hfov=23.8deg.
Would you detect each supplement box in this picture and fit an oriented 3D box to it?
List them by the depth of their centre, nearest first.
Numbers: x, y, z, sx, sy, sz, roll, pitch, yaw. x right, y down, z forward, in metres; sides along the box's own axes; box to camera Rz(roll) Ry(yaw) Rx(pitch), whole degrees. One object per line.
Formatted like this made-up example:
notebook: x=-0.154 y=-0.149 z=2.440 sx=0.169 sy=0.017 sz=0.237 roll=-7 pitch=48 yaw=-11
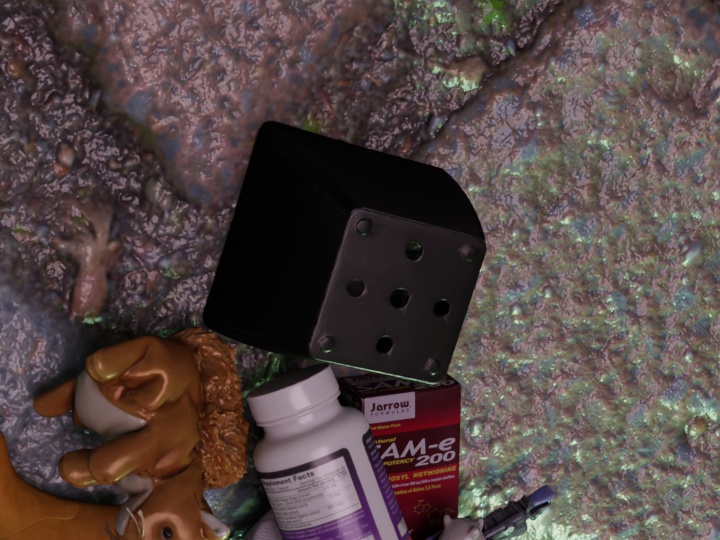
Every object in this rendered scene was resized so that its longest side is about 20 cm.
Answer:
supplement box: x=0.037 y=0.201 z=1.649 sx=0.108 sy=0.061 sz=0.201 roll=-7 pitch=107 yaw=-22

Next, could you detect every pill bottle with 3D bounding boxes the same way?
pill bottle: x=-0.032 y=0.192 z=1.549 sx=0.111 sy=0.111 sz=0.201 roll=-21 pitch=96 yaw=-16

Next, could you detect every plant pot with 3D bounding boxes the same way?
plant pot: x=0.000 y=0.000 z=1.511 sx=0.199 sy=0.177 sz=0.200 roll=14 pitch=99 yaw=-24

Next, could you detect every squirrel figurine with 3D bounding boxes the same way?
squirrel figurine: x=-0.162 y=0.155 z=1.491 sx=0.200 sy=0.141 sz=0.187 roll=-18 pitch=80 yaw=-45

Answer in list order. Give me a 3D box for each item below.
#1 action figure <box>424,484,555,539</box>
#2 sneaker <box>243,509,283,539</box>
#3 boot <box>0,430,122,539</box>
action figure: x=0.129 y=0.300 z=1.631 sx=0.200 sy=0.105 sz=0.194 roll=-33 pitch=126 yaw=-11
sneaker: x=-0.114 y=0.293 z=1.608 sx=0.076 sy=0.114 sz=0.200 roll=52 pitch=46 yaw=-9
boot: x=-0.279 y=0.216 z=1.524 sx=0.144 sy=0.071 sz=0.202 roll=-6 pitch=112 yaw=-27
